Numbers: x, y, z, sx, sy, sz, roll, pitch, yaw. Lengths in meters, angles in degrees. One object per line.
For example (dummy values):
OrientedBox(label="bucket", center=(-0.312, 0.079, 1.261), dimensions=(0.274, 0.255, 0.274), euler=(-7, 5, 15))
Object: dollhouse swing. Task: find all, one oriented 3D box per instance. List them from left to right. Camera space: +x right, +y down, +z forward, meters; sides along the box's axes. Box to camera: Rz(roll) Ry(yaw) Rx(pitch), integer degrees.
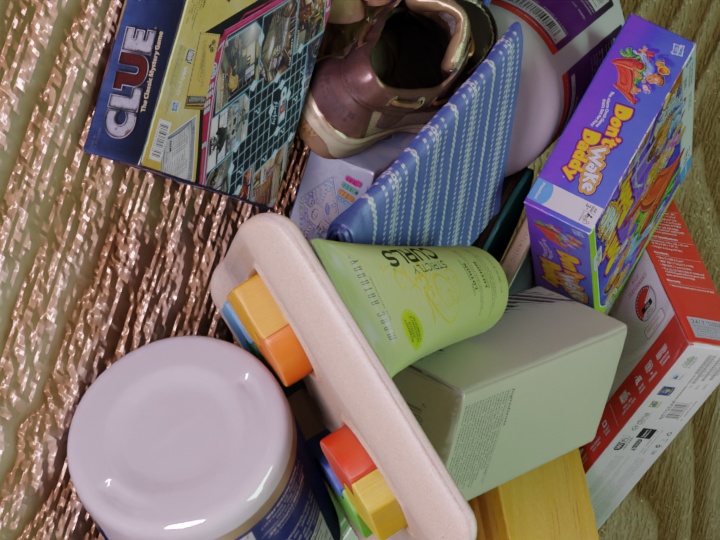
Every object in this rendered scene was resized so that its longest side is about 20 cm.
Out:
OrientedBox(label="dollhouse swing", center=(0.044, 0.223, 1.586), dimensions=(0.200, 0.175, 0.182), euler=(125, -42, -57))

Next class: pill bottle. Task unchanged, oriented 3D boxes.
OrientedBox(label="pill bottle", center=(-0.070, 0.127, 1.206), dimensions=(0.200, 0.111, 0.111), euler=(71, 37, -57))
OrientedBox(label="pill bottle", center=(0.101, -0.137, 1.514), dimensions=(0.200, 0.112, 0.113), euler=(-41, 140, -59))

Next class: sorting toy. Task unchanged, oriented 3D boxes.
OrientedBox(label="sorting toy", center=(-0.019, 0.067, 1.174), dimensions=(0.036, 0.185, 0.200), euler=(-31, 179, -12))

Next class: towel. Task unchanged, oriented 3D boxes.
OrientedBox(label="towel", center=(0.030, -0.030, 1.295), dimensions=(0.200, 0.024, 0.145), euler=(-50, 157, -40))

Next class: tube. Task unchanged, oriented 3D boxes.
OrientedBox(label="tube", center=(0.027, 0.016, 1.213), dimensions=(0.200, 0.058, 0.052), euler=(-6, 116, -70))

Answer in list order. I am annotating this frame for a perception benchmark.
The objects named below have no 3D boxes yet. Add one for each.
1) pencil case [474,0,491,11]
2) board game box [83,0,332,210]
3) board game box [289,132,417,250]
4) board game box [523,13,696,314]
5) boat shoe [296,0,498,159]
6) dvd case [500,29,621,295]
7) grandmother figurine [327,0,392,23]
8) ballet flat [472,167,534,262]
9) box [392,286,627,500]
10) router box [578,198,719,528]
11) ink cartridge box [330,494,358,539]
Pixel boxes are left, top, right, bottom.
OrientedBox(label="pencil case", center=(0.077, -0.231, 1.436), dimensions=(0.200, 0.078, 0.087), euler=(-58, 133, -42))
OrientedBox(label="board game box", center=(-0.059, -0.138, 1.148), dimensions=(0.135, 0.035, 0.201), euler=(18, 88, -63))
OrientedBox(label="board game box", center=(0.000, 0.000, 1.373), dimensions=(0.200, 0.043, 0.200), euler=(-36, 148, -62))
OrientedBox(label="board game box", center=(0.156, -0.055, 1.469), dimensions=(0.135, 0.045, 0.200), euler=(-60, 165, -12))
OrientedBox(label="boat shoe", center=(0.034, -0.118, 1.284), dimensions=(0.072, 0.072, 0.200), euler=(58, 34, 2))
OrientedBox(label="dvd case", center=(0.134, -0.049, 1.532), dimensions=(0.200, 0.016, 0.149), euler=(-63, 168, -2))
OrientedBox(label="grandmother figurine", center=(0.004, -0.239, 1.264), dimensions=(0.121, 0.060, 0.201), euler=(-55, 154, -62))
OrientedBox(label="ballet flat", center=(0.051, 0.015, 1.526), dimensions=(0.068, 0.068, 0.201), euler=(-33, 142, -68))
OrientedBox(label="box", center=(0.072, 0.071, 1.348), dimensions=(0.200, 0.068, 0.082), euler=(-15, 125, -57))
OrientedBox(label="router box", center=(0.163, 0.051, 1.633), dimensions=(0.200, 0.049, 0.180), euler=(-57, -142, 36))
OrientedBox(label="ink cartridge box", center=(0.021, 0.111, 1.448), dimensions=(0.200, 0.048, 0.146), euler=(-54, 165, -26))
